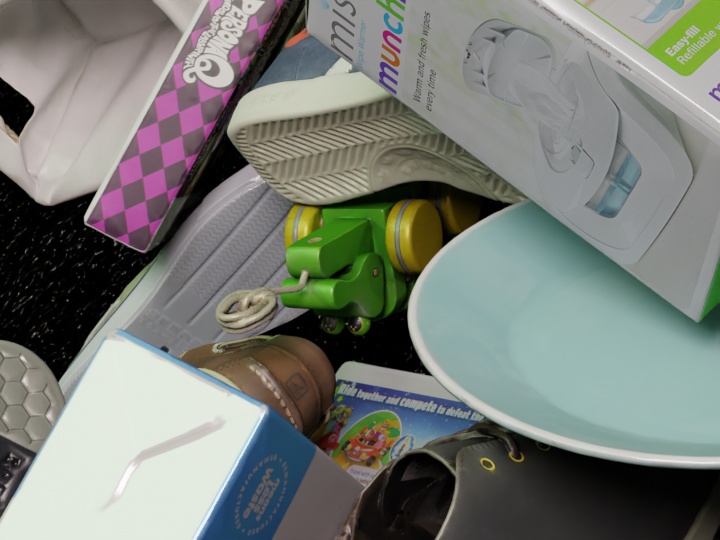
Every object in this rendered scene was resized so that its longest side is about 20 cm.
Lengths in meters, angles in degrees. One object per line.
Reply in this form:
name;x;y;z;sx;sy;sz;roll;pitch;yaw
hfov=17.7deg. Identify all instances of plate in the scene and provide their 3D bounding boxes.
plate;0.115;0.019;0.756;0.200;0.026;0.200;-3;27;1

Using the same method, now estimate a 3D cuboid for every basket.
basket;-0.132;-0.140;1.252;0.200;0.136;0.124;-17;37;43

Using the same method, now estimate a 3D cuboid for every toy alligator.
toy alligator;0.000;0.000;0.943;0.059;0.054;0.200;1;25;30

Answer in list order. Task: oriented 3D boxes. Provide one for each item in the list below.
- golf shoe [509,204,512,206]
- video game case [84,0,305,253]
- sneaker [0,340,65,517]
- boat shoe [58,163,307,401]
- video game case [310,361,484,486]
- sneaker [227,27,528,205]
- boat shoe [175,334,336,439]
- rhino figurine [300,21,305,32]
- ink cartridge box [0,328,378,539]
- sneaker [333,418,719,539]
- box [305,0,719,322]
golf shoe;0.078;-0.089;0.970;0.092;0.073;0.200;-37;31;19
video game case;-0.056;-0.106;1.060;0.200;0.036;0.181;-61;2;3
sneaker;-0.146;0.145;0.953;0.146;0.077;0.203;130;136;-66
boat shoe;-0.069;0.003;1.059;0.200;0.072;0.062;-41;24;14
video game case;-0.014;0.127;0.888;0.143;0.018;0.200;7;60;56
sneaker;0.039;-0.077;0.898;0.200;0.075;0.085;3;52;38
boat shoe;-0.068;0.068;0.974;0.075;0.075;0.202;-39;11;-27
rhino figurine;0.011;-0.118;1.103;0.088;0.060;0.200;-61;21;-7
ink cartridge box;-0.044;0.113;0.769;0.067;0.200;0.116;23;78;28
sneaker;0.066;0.058;0.774;0.075;0.106;0.200;-15;43;43
box;0.111;-0.116;0.769;0.176;0.097;0.200;37;60;21
